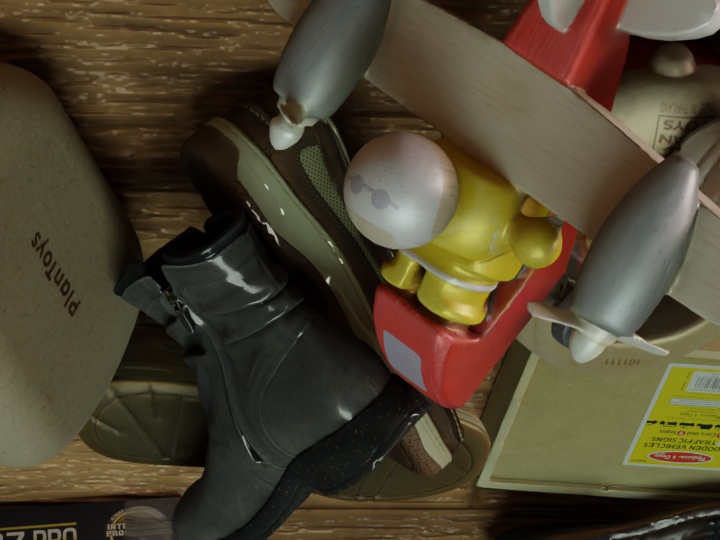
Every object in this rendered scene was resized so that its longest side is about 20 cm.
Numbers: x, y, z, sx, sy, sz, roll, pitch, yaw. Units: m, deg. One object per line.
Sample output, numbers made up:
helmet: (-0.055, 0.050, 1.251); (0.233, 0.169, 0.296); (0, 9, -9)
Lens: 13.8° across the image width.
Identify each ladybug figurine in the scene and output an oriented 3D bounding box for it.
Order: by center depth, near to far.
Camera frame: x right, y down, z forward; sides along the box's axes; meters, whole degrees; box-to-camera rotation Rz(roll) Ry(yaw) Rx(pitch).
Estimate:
ladybug figurine: (0.121, -0.034, 1.304); (0.135, 0.072, 0.200); (2, 141, -10)

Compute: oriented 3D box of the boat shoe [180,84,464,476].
boat shoe: (0.003, 0.002, 1.308); (0.075, 0.075, 0.202); (-41, 124, -15)

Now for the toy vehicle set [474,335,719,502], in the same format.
toy vehicle set: (0.165, 0.068, 1.472); (0.200, 0.027, 0.124); (5, 140, -13)

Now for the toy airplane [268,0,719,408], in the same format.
toy airplane: (0.054, -0.051, 1.160); (0.141, 0.200, 0.200); (-18, -179, -44)

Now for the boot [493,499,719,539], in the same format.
boot: (0.160, 0.147, 1.539); (0.200, 0.097, 0.075); (-2, 99, -14)

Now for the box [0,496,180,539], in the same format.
box: (-0.168, 0.198, 1.577); (0.161, 0.049, 0.200); (-3, 141, -1)

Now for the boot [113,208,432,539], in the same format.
boot: (-0.059, 0.046, 1.304); (0.132, 0.070, 0.200); (47, 143, -4)

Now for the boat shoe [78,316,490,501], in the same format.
boat shoe: (-0.035, 0.058, 1.404); (0.200, 0.066, 0.074); (12, 131, -16)

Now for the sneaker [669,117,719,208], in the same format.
sneaker: (0.181, -0.059, 1.175); (0.074, 0.087, 0.200); (4, 128, -18)

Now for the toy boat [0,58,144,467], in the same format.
toy boat: (-0.183, -0.004, 1.291); (0.130, 0.131, 0.200); (12, 149, 28)
